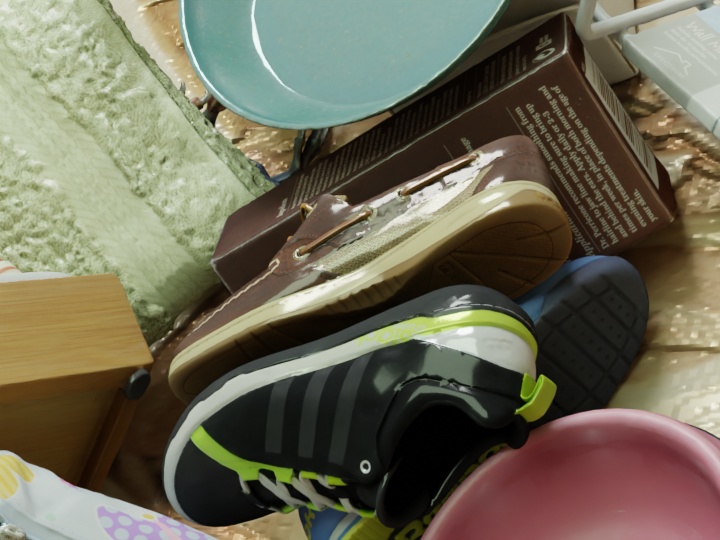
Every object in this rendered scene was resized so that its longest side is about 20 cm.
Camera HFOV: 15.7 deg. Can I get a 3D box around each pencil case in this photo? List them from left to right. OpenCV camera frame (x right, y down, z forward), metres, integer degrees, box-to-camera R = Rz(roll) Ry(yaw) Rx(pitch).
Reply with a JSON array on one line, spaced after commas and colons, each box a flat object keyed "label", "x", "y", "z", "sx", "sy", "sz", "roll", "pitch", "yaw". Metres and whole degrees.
[{"label": "pencil case", "x": -0.087, "y": 0.147, "z": 1.143, "sx": 0.091, "sy": 0.199, "sz": 0.083, "roll": 115, "pitch": 175, "yaw": -58}]

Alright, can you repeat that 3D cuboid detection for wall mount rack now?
[{"label": "wall mount rack", "x": 0.202, "y": -0.115, "z": 1.197, "sx": 0.173, "sy": 0.075, "sz": 0.200, "roll": -22, "pitch": 52, "yaw": -33}]

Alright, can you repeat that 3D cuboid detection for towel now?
[{"label": "towel", "x": -0.148, "y": -0.051, "z": 1.317, "sx": 0.148, "sy": 0.036, "sz": 0.200, "roll": -41, "pitch": 79, "yaw": 1}]

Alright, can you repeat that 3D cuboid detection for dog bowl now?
[{"label": "dog bowl", "x": 0.102, "y": 0.145, "z": 1.084, "sx": 0.200, "sy": 0.074, "sz": 0.201, "roll": -21, "pitch": 47, "yaw": 25}]

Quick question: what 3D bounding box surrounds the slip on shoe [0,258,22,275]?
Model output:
[{"label": "slip on shoe", "x": -0.236, "y": 0.072, "z": 1.287, "sx": 0.061, "sy": 0.074, "sz": 0.200, "roll": 33, "pitch": 99, "yaw": 14}]

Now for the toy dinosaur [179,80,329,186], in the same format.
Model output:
[{"label": "toy dinosaur", "x": -0.062, "y": -0.037, "z": 1.386, "sx": 0.181, "sy": 0.105, "sz": 0.201, "roll": 43, "pitch": 122, "yaw": 39}]

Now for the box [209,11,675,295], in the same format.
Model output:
[{"label": "box", "x": 0.039, "y": -0.024, "z": 1.238, "sx": 0.200, "sy": 0.100, "sz": 0.075, "roll": -30, "pitch": 16, "yaw": 13}]

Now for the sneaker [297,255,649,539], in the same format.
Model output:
[{"label": "sneaker", "x": 0.045, "y": 0.059, "z": 1.199, "sx": 0.200, "sy": 0.074, "sz": 0.082, "roll": -43, "pitch": 40, "yaw": 1}]

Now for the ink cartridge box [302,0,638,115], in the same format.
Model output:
[{"label": "ink cartridge box", "x": 0.056, "y": -0.168, "z": 1.331, "sx": 0.128, "sy": 0.125, "sz": 0.201, "roll": -20, "pitch": 48, "yaw": 25}]

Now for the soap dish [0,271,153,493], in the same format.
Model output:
[{"label": "soap dish", "x": -0.193, "y": 0.083, "z": 1.206, "sx": 0.081, "sy": 0.200, "sz": 0.158, "roll": 36, "pitch": 112, "yaw": 27}]

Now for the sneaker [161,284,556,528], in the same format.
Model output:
[{"label": "sneaker", "x": -0.006, "y": 0.076, "z": 1.128, "sx": 0.200, "sy": 0.072, "sz": 0.083, "roll": -30, "pitch": 46, "yaw": 27}]

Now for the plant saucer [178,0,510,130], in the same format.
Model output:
[{"label": "plant saucer", "x": 0.005, "y": -0.150, "z": 1.238, "sx": 0.199, "sy": 0.036, "sz": 0.201, "roll": -16, "pitch": 59, "yaw": 28}]

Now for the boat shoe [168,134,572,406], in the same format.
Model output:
[{"label": "boat shoe", "x": 0.000, "y": 0.000, "z": 1.180, "sx": 0.200, "sy": 0.072, "sz": 0.072, "roll": -30, "pitch": 46, "yaw": 19}]
